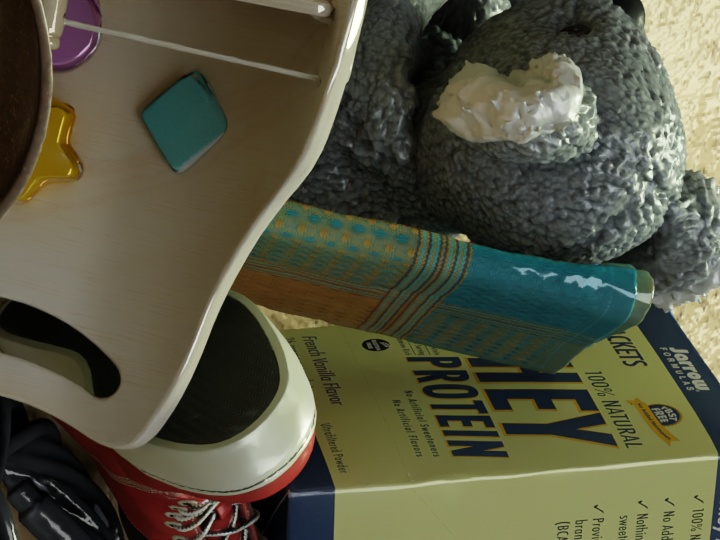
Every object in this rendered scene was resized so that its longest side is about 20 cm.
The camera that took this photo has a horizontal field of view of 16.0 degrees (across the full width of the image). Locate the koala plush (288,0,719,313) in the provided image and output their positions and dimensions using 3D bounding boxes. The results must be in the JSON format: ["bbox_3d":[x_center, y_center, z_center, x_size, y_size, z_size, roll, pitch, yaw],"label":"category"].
[{"bbox_3d":[0.053,-0.059,1.021,0.184,0.200,0.177,-56,136,-6],"label":"koala plush"}]

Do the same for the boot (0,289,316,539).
[{"bbox_3d":[-0.054,0.080,0.971,0.072,0.200,0.145,-36,116,-18],"label":"boot"}]

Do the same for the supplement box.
[{"bbox_3d":[0.050,0.136,1.106,0.199,0.134,0.201,-4,118,-12],"label":"supplement box"}]

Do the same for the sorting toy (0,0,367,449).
[{"bbox_3d":[-0.114,-0.036,0.858,0.199,0.107,0.181,12,96,-5],"label":"sorting toy"}]

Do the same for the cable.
[{"bbox_3d":[-0.118,0.137,1.006,0.163,0.051,0.201,11,65,-67],"label":"cable"}]

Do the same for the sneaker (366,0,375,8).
[{"bbox_3d":[-0.044,-0.103,0.942,0.200,0.083,0.072,-39,101,25],"label":"sneaker"}]

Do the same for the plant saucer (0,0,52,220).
[{"bbox_3d":[-0.183,-0.083,0.763,0.037,0.199,0.201,-72,155,-51],"label":"plant saucer"}]

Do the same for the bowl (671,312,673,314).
[{"bbox_3d":[0.078,0.077,1.227,0.200,0.039,0.202,-20,123,-35],"label":"bowl"}]

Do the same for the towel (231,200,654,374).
[{"bbox_3d":[0.000,0.000,0.989,0.199,0.147,0.022,13,77,-9],"label":"towel"}]
